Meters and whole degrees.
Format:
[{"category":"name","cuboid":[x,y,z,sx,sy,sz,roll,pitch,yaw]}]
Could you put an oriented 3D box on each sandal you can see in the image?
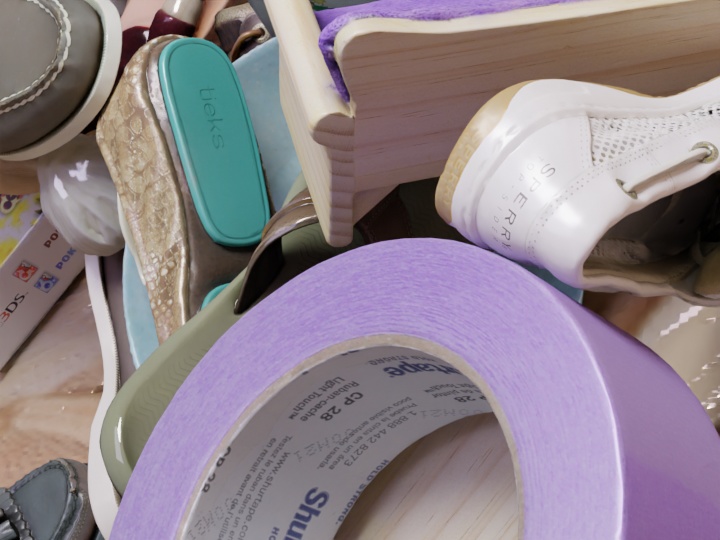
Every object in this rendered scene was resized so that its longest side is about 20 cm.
[{"category":"sandal","cuboid":[-0.012,0.010,0.702,0.201,0.080,0.057,-51,-3,-22]}]

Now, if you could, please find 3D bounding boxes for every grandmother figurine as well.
[{"category":"grandmother figurine","cuboid":[-0.095,-0.093,0.877,0.121,0.060,0.200,122,166,-53]}]

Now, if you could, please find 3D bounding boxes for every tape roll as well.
[{"category":"tape roll","cuboid":[0.011,0.094,0.576,0.200,0.066,0.200,-23,53,34]}]

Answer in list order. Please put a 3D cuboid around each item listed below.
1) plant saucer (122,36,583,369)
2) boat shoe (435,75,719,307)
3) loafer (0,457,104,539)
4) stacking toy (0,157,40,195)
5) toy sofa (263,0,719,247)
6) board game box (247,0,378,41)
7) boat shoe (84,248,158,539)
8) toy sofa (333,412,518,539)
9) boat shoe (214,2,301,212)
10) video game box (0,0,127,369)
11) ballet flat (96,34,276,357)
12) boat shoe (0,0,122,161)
[{"category":"plant saucer","cuboid":[0.000,0.000,0.785,0.201,0.039,0.201,-4,80,24]},{"category":"boat shoe","cuboid":[0.114,-0.019,0.617,0.069,0.200,0.071,45,127,34]},{"category":"loafer","cuboid":[-0.192,0.162,0.891,0.200,0.063,0.072,-50,41,10]},{"category":"stacking toy","cuboid":[-0.151,-0.140,0.906,0.085,0.085,0.200,45,118,48]},{"category":"toy sofa","cuboid":[0.071,-0.084,0.677,0.200,0.098,0.083,-10,48,-9]},{"category":"board game box","cuboid":[0.056,-0.175,0.796,0.200,0.064,0.148,-5,61,19]},{"category":"boat shoe","cuboid":[-0.080,0.030,0.856,0.059,0.072,0.200,-21,52,24]},{"category":"toy sofa","cuboid":[0.018,0.117,0.684,0.200,0.083,0.098,-52,52,10]},{"category":"boat shoe","cuboid":[-0.034,-0.095,0.865,0.072,0.072,0.200,-11,58,68]},{"category":"video game box","cuboid":[-0.181,-0.073,1.034,0.182,0.047,0.200,-51,42,11]},{"category":"ballet flat","cuboid":[-0.058,0.008,0.763,0.065,0.070,0.200,-30,66,46]},{"category":"boat shoe","cuboid":[-0.176,-0.087,0.823,0.201,0.060,0.072,0,78,48]}]
